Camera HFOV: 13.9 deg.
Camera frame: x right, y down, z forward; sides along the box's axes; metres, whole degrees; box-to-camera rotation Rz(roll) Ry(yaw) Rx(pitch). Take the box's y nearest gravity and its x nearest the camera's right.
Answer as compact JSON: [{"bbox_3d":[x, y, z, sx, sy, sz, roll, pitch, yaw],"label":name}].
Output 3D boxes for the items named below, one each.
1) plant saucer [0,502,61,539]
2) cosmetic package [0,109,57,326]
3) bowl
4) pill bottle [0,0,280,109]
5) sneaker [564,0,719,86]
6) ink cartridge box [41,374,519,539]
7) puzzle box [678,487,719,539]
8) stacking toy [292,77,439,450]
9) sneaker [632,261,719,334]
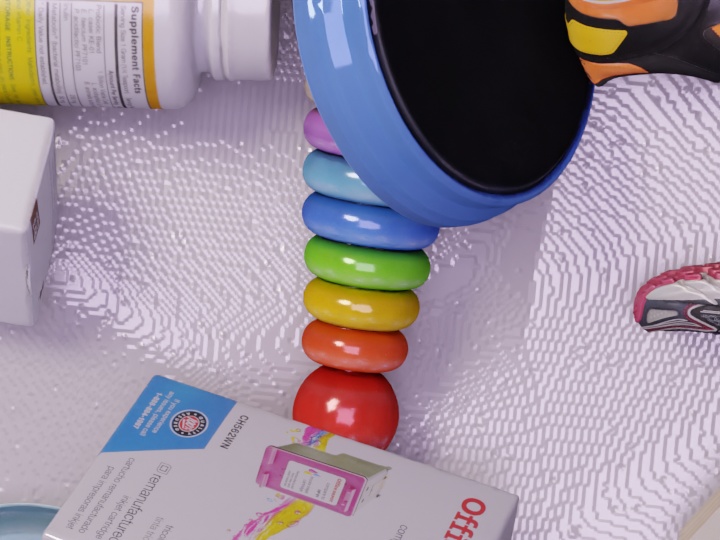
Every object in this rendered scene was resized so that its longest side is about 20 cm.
[{"bbox_3d":[-0.172,0.217,1.516,0.200,0.027,0.200,0,93,2],"label":"plant saucer"},{"bbox_3d":[-0.253,-0.040,1.463,0.200,0.102,0.074,9,61,0],"label":"cosmetic package"},{"bbox_3d":[0.046,-0.122,1.413,0.039,0.201,0.201,-8,93,39],"label":"bowl"},{"bbox_3d":[-0.141,-0.136,1.458,0.200,0.109,0.109,2,93,2],"label":"pill bottle"},{"bbox_3d":[0.197,-0.133,1.431,0.200,0.070,0.090,-5,135,3],"label":"sneaker"},{"bbox_3d":[-0.038,0.147,1.426,0.200,0.145,0.085,19,126,10],"label":"ink cartridge box"},{"bbox_3d":[0.275,0.148,1.460,0.200,0.025,0.133,36,116,-8],"label":"puzzle box"},{"bbox_3d":[0.000,0.000,1.477,0.085,0.085,0.200,9,97,2],"label":"stacking toy"},{"bbox_3d":[0.233,0.041,1.466,0.200,0.081,0.075,13,95,1],"label":"sneaker"}]
